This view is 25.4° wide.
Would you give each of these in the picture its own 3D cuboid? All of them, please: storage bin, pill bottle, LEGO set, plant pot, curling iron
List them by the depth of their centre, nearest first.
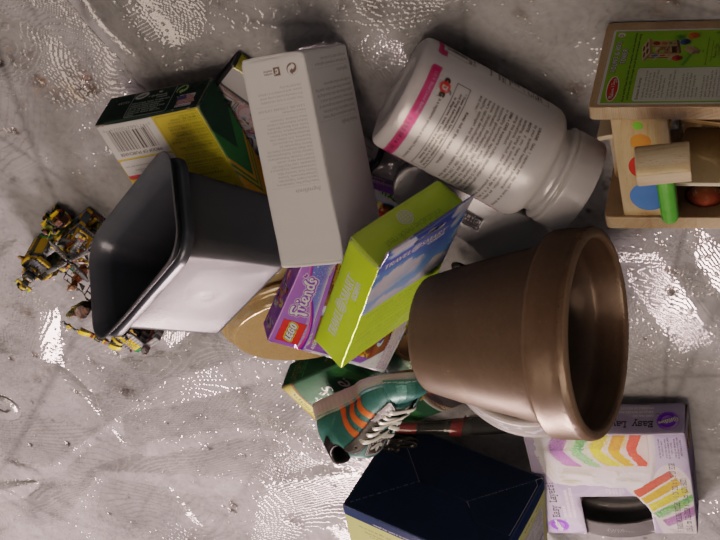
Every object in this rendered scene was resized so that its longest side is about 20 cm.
[{"bbox_3d":[0.122,-0.123,1.500,0.200,0.114,0.113,28,136,-8],"label":"pill bottle"},{"bbox_3d":[0.144,0.058,1.509,0.174,0.200,0.200,0,134,27],"label":"plant pot"},{"bbox_3d":[-0.171,-0.021,1.599,0.134,0.146,0.200,10,145,-31],"label":"storage bin"},{"bbox_3d":[-0.301,0.033,1.805,0.154,0.116,0.200,-23,122,36],"label":"LEGO set"},{"bbox_3d":[0.114,0.183,1.846,0.199,0.026,0.050,-7,154,-1],"label":"curling iron"}]

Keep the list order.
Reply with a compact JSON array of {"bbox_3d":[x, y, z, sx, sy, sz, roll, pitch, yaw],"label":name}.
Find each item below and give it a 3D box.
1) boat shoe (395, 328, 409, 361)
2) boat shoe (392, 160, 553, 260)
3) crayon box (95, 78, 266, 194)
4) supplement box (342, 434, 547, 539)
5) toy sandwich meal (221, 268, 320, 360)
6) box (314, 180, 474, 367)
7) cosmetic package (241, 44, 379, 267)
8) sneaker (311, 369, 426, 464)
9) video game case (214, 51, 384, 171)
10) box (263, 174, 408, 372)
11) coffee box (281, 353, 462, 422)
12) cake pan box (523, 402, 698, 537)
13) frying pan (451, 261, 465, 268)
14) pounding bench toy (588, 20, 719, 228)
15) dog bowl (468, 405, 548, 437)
[{"bbox_3d":[0.124,0.081,1.696,0.199,0.065,0.071,-3,130,19],"label":"boat shoe"},{"bbox_3d":[0.122,-0.051,1.582,0.200,0.066,0.072,27,115,-4],"label":"boat shoe"},{"bbox_3d":[-0.167,-0.097,1.640,0.127,0.051,0.200,-7,131,27],"label":"crayon box"},{"bbox_3d":[0.106,0.317,1.893,0.200,0.134,0.200,20,144,25],"label":"supplement box"},{"bbox_3d":[-0.067,0.032,1.754,0.205,0.070,0.205,-7,154,-4],"label":"toy sandwich meal"},{"bbox_3d":[0.030,-0.001,1.520,0.048,0.122,0.200,45,147,17],"label":"box"},{"bbox_3d":[-0.044,-0.110,1.521,0.074,0.102,0.201,-6,98,26],"label":"cosmetic package"},{"bbox_3d":[0.019,0.161,1.756,0.071,0.080,0.200,-7,166,-33],"label":"sneaker"},{"bbox_3d":[-0.101,-0.113,1.655,0.181,0.026,0.200,33,135,-14],"label":"video game case"},{"bbox_3d":[0.000,0.000,1.646,0.137,0.039,0.200,17,115,-20],"label":"box"},{"bbox_3d":[0.020,0.130,1.843,0.200,0.044,0.123,-23,123,36],"label":"coffee box"},{"bbox_3d":[0.290,0.231,1.836,0.184,0.052,0.200,0,136,16],"label":"cake pan box"},{"bbox_3d":[0.175,0.055,1.721,0.190,0.031,0.115,22,135,2],"label":"frying pan"},{"bbox_3d":[0.274,-0.098,1.408,0.124,0.200,0.156,1,133,18],"label":"pounding bench toy"},{"bbox_3d":[0.174,0.070,1.625,0.200,0.201,0.059,4,178,16],"label":"dog bowl"}]
